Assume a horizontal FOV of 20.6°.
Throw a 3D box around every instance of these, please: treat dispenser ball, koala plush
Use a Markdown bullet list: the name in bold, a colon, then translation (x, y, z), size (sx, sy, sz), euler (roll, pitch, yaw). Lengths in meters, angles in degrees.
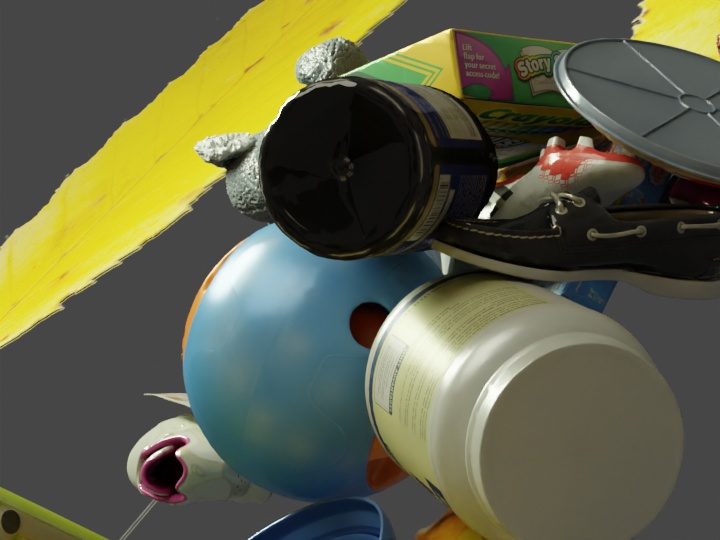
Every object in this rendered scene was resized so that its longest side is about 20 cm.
- **treat dispenser ball**: translation (-0.024, 0.061, 1.373), size (0.201, 0.201, 0.201), euler (-33, 17, 12)
- **koala plush**: translation (-0.062, -0.098, 1.936), size (0.200, 0.177, 0.184), euler (-11, 40, 48)

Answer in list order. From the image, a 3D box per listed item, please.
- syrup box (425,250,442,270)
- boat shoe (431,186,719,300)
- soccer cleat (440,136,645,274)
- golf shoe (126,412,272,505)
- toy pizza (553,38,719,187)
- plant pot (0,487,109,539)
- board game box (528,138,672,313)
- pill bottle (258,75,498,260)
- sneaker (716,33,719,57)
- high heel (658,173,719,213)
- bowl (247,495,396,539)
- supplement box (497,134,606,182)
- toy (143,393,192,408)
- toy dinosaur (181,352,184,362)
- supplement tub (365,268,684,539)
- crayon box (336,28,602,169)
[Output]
- **syrup box**: translation (0.000, 0.000, 1.501), size (0.200, 0.082, 0.079), euler (-24, 21, 10)
- **boat shoe**: translation (0.142, -0.023, 1.243), size (0.074, 0.199, 0.060), euler (-134, 52, -70)
- **soccer cleat**: translation (0.121, -0.035, 1.354), size (0.200, 0.069, 0.085), euler (-15, 66, 52)
- **golf shoe**: translation (-0.146, 0.149, 1.551), size (0.091, 0.076, 0.200), euler (-2, -6, -34)
- **toy pizza**: translation (0.224, -0.100, 1.344), size (0.200, 0.200, 0.032), euler (-70, -2, -61)
- **plant pot**: translation (-0.255, 0.246, 1.283), size (0.181, 0.200, 0.199), euler (-12, 56, 40)
- **board game box**: translation (0.154, -0.020, 1.420), size (0.151, 0.037, 0.200), euler (-37, 18, 55)
- **pill bottle**: translation (0.021, -0.065, 1.269), size (0.112, 0.112, 0.200), euler (-31, -8, 18)
- **sneaker**: translation (0.330, -0.179, 1.517), size (0.082, 0.078, 0.200), euler (-23, 22, 35)
- **high heel**: translation (0.259, -0.065, 1.364), size (0.096, 0.067, 0.200), euler (-46, 14, 1)
- **bowl**: translation (-0.056, 0.227, 1.274), size (0.200, 0.039, 0.201), euler (-34, 17, 12)
- **supplement box**: translation (0.134, -0.053, 1.594), size (0.200, 0.069, 0.067), euler (-26, 19, 28)
- **toy**: translation (-0.088, 0.092, 1.573), size (0.115, 0.047, 0.200), euler (3, -2, -24)
- **toy dinosaur**: translation (-0.057, 0.036, 1.596), size (0.199, 0.088, 0.047), euler (-4, 30, 11)
- **supplement tub**: translation (0.095, 0.083, 1.176), size (0.145, 0.145, 0.200), euler (-39, 17, -7)
- **crayon box**: translation (0.088, -0.123, 1.475), size (0.200, 0.058, 0.172), euler (0, -10, -40)
